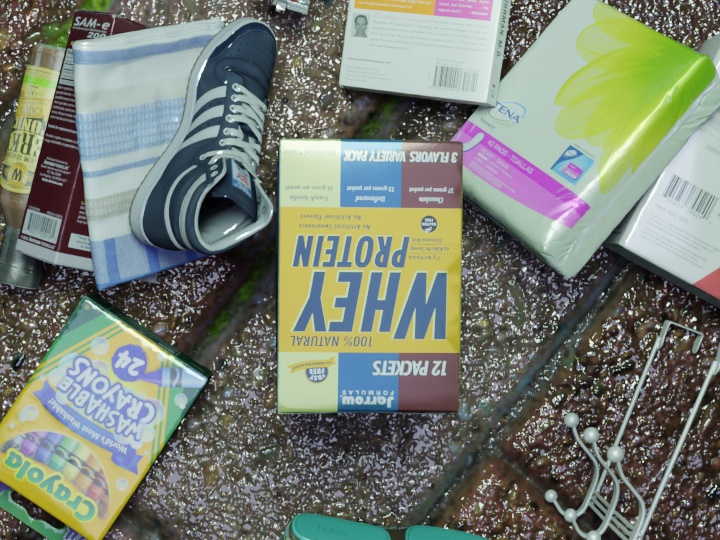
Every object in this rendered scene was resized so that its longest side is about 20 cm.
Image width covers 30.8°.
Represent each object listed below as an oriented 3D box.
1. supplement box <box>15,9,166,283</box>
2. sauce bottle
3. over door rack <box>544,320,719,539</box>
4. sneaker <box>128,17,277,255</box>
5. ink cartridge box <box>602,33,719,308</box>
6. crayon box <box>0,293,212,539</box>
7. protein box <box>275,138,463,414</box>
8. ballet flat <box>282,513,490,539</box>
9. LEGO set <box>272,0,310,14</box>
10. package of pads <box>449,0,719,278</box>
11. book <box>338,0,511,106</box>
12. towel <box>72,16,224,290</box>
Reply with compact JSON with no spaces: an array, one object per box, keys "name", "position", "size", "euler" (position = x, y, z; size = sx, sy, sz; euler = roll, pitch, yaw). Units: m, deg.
[{"name":"supplement box","position":[-0.200,-0.099,1.066],"size":[0.061,0.109,0.201],"euler":[16,92,41]},{"name":"sauce bottle","position":[-0.264,-0.085,1.091],"size":[0.064,0.065,0.201],"euler":[12,91,-1]},{"name":"over door rack","position":[0.225,0.126,1.067],"size":[0.066,0.148,0.201],"euler":[33,91,-7]},{"name":"sneaker","position":[-0.098,-0.101,1.011],"size":[0.070,0.108,0.201],"euler":[31,81,-38]},{"name":"ink cartridge box","position":[0.315,-0.077,1.093],"size":[0.146,0.083,0.201],"euler":[28,91,-3]},{"name":"crayon box","position":[-0.232,0.138,1.105],"size":[0.125,0.052,0.201],"euler":[33,91,-2]},{"name":"protein box","position":[0.000,0.000,1.026],"size":[0.134,0.200,0.200],"euler":[0,93,-4]},{"name":"ballet flat","position":[0.030,0.253,1.114],"size":[0.199,0.074,0.075],"euler":[11,91,0]},{"name":"LEGO set","position":[-0.077,-0.298,1.027],"size":[0.153,0.116,0.200],"euler":[22,128,-11]},{"name":"package of pads","position":[0.174,-0.115,1.063],"size":[0.200,0.068,0.154],"euler":[-49,48,1]},{"name":"book","position":[0.061,-0.244,1.078],"size":[0.133,0.048,0.201],"euler":[11,93,23]},{"name":"towel","position":[-0.160,-0.096,1.048],"size":[0.146,0.024,0.201],"euler":[-19,114,-43]}]
